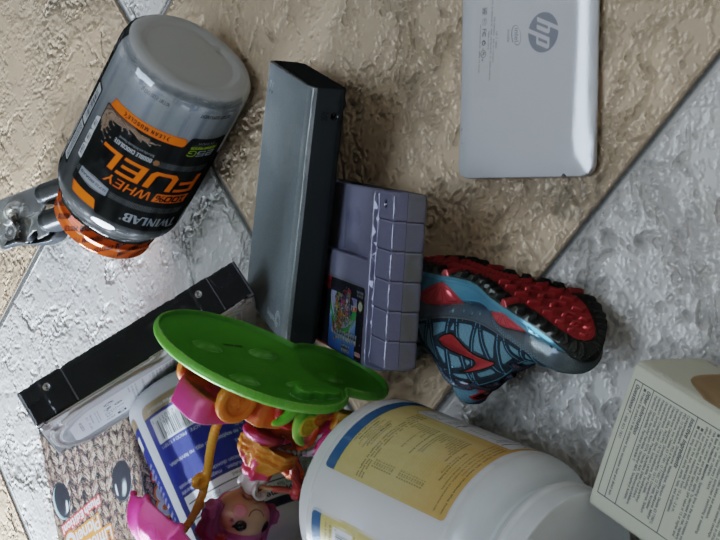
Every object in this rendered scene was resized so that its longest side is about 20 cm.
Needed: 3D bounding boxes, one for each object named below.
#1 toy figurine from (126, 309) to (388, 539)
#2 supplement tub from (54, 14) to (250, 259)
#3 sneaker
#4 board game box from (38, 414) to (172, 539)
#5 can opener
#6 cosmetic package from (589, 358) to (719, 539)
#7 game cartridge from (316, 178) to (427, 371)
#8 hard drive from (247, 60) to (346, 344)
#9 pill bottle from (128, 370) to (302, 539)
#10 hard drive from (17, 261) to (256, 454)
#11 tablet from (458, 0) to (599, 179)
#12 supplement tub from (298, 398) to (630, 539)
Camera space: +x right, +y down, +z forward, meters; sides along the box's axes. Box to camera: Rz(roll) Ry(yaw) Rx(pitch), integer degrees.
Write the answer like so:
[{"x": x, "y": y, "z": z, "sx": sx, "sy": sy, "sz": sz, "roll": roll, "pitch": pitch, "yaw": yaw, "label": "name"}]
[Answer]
[{"x": -0.092, "y": 0.146, "z": 1.148, "sx": 0.150, "sy": 0.199, "sz": 0.185, "roll": 35, "pitch": 108, "yaw": 43, "label": "toy figurine"}, {"x": -0.189, "y": -0.113, "z": 1.371, "sx": 0.123, "sy": 0.122, "sz": 0.200, "roll": 57, "pitch": 130, "yaw": 31, "label": "supplement tub"}, {"x": 0.100, "y": 0.050, "z": 1.091, "sx": 0.200, "sy": 0.079, "sz": 0.096, "roll": 23, "pitch": 113, "yaw": 56, "label": "sneaker"}, {"x": -0.203, "y": 0.180, "z": 1.408, "sx": 0.159, "sy": 0.096, "sz": 0.201, "roll": -30, "pitch": 68, "yaw": 45, "label": "board game box"}, {"x": -0.289, "y": -0.064, "z": 1.547, "sx": 0.199, "sy": 0.067, "sz": 0.054, "roll": -15, "pitch": 79, "yaw": 34, "label": "can opener"}, {"x": 0.241, "y": 0.140, "z": 0.923, "sx": 0.200, "sy": 0.071, "sz": 0.106, "roll": 35, "pitch": 115, "yaw": 43, "label": "cosmetic package"}, {"x": 0.000, "y": 0.000, "z": 1.168, "sx": 0.200, "sy": 0.038, "sz": 0.131, "roll": -161, "pitch": 78, "yaw": -72, "label": "game cartridge"}, {"x": -0.053, "y": -0.057, "z": 1.240, "sx": 0.140, "sy": 0.033, "sz": 0.201, "roll": -137, "pitch": 52, "yaw": -67, "label": "hard drive"}, {"x": -0.102, "y": 0.180, "z": 1.274, "sx": 0.116, "sy": 0.115, "sz": 0.201, "roll": -41, "pitch": 68, "yaw": 41, "label": "pill bottle"}, {"x": -0.176, "y": 0.075, "z": 1.273, "sx": 0.038, "sy": 0.199, "sz": 0.140, "roll": 55, "pitch": 168, "yaw": 11, "label": "hard drive"}, {"x": 0.118, "y": -0.166, "z": 1.104, "sx": 0.130, "sy": 0.014, "sz": 0.202, "roll": 3, "pitch": 93, "yaw": 48, "label": "tablet"}, {"x": 0.069, "y": 0.180, "z": 1.063, "sx": 0.199, "sy": 0.144, "sz": 0.146, "roll": 18, "pitch": 104, "yaw": 47, "label": "supplement tub"}]
